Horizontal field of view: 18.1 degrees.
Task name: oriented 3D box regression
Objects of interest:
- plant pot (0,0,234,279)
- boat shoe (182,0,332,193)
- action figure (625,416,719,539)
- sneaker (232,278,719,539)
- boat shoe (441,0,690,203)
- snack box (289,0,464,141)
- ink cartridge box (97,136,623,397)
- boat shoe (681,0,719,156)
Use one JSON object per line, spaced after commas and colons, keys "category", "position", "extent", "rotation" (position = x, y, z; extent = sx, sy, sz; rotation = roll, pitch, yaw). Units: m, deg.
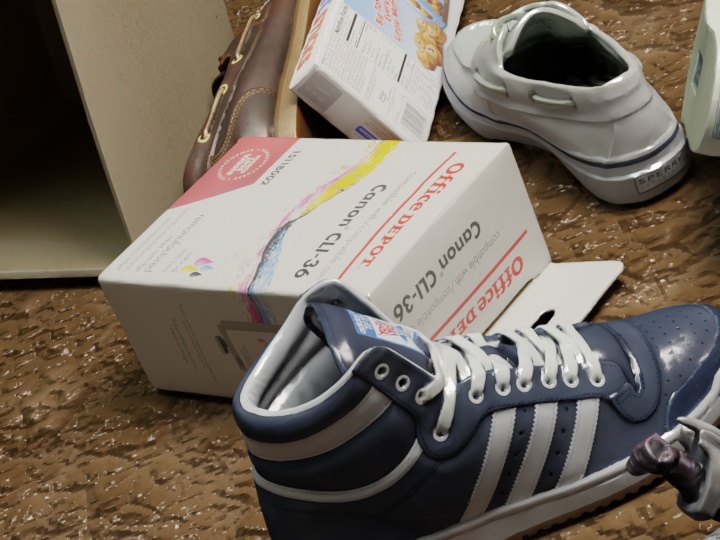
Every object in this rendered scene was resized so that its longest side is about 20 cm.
{"category": "plant pot", "position": [-0.175, -0.122, 1.199], "extent": [0.199, 0.201, 0.177], "rotation": [-3, 24, 32]}
{"category": "boat shoe", "position": [-0.046, -0.099, 1.174], "extent": [0.070, 0.071, 0.200], "rotation": [-11, 31, 18]}
{"category": "action figure", "position": [0.094, 0.107, 0.741], "extent": [0.199, 0.070, 0.130], "rotation": [-15, 21, 7]}
{"category": "sneaker", "position": [0.047, 0.039, 0.840], "extent": [0.199, 0.109, 0.070], "rotation": [-27, 30, -7]}
{"category": "boat shoe", "position": [0.093, -0.098, 1.077], "extent": [0.073, 0.067, 0.200], "rotation": [-31, 30, -15]}
{"category": "snack box", "position": [0.014, -0.128, 1.179], "extent": [0.024, 0.072, 0.200], "rotation": [-43, 17, 32]}
{"category": "ink cartridge box", "position": [0.000, 0.000, 0.981], "extent": [0.199, 0.068, 0.117], "rotation": [4, 39, 39]}
{"category": "boat shoe", "position": [0.182, -0.086, 0.995], "extent": [0.071, 0.070, 0.201], "rotation": [11, 19, 4]}
